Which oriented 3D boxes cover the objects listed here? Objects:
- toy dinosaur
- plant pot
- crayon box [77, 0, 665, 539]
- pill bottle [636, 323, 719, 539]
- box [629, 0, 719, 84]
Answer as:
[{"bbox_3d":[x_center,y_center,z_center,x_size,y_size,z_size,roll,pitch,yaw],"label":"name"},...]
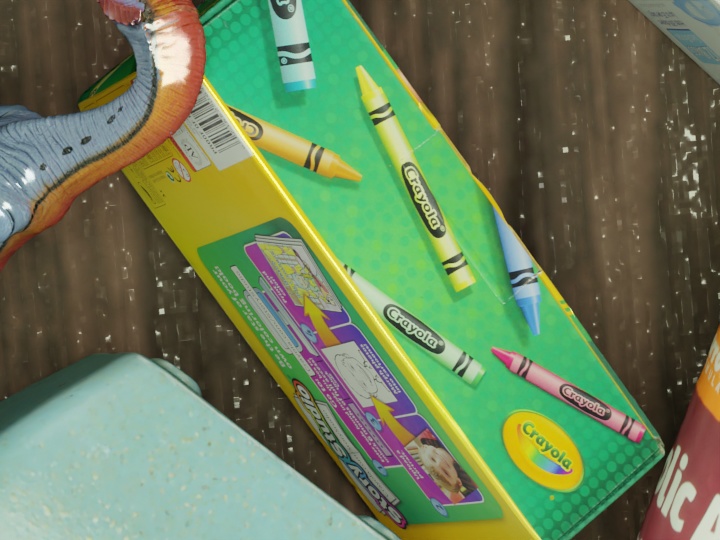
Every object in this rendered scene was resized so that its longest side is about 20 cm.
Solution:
[{"bbox_3d":[-0.122,-0.032,0.877,0.180,0.200,0.106,-11,59,12],"label":"toy dinosaur"},{"bbox_3d":[-0.089,0.137,0.890,0.196,0.196,0.200,38,80,-9],"label":"plant pot"},{"bbox_3d":[0.000,0.000,0.919,0.058,0.119,0.200,-39,99,-20],"label":"crayon box"},{"bbox_3d":[0.153,0.068,0.877,0.114,0.114,0.201,16,107,-9],"label":"pill bottle"},{"bbox_3d":[0.143,-0.121,0.940,0.200,0.112,0.101,41,87,-10],"label":"box"}]
